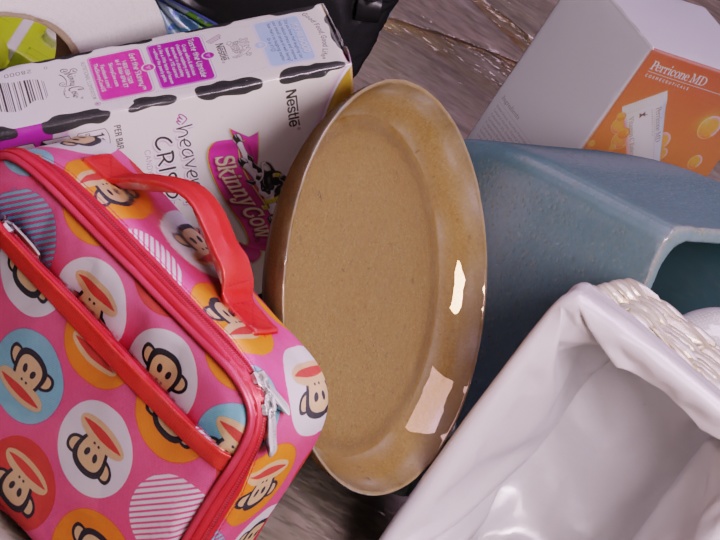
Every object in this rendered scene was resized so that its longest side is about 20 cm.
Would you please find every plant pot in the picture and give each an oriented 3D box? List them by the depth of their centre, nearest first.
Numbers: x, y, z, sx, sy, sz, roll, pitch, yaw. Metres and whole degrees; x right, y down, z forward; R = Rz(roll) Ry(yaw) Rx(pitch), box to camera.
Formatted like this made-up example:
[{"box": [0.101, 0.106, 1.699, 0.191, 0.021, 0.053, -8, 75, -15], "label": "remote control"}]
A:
[{"box": [0.005, 0.007, 1.190, 0.027, 0.201, 0.200, 4, 9, 30], "label": "plant pot"}, {"box": [0.122, 0.019, 1.445, 0.200, 0.197, 0.195, 34, 20, 34], "label": "plant pot"}]

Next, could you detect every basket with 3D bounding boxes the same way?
[{"box": [0.115, 0.114, 1.246, 0.135, 0.200, 0.123, 39, 18, 10], "label": "basket"}]

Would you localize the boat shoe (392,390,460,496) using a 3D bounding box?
[{"box": [0.002, 0.065, 1.352, 0.072, 0.062, 0.200, 5, 14, -19], "label": "boat shoe"}]

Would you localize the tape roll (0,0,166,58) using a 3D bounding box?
[{"box": [-0.194, -0.094, 1.225, 0.202, 0.203, 0.037, 12, 32, -40], "label": "tape roll"}]

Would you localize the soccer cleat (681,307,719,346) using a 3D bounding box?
[{"box": [0.169, 0.112, 1.348, 0.086, 0.201, 0.070, -4, 24, -22], "label": "soccer cleat"}]

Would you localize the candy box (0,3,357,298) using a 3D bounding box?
[{"box": [-0.101, -0.044, 1.221, 0.199, 0.137, 0.061, -13, 40, -10], "label": "candy box"}]

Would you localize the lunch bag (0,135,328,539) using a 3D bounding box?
[{"box": [-0.110, 0.038, 1.115, 0.200, 0.177, 0.082, 44, 29, 21], "label": "lunch bag"}]

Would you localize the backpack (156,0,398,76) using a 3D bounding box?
[{"box": [-0.073, -0.217, 1.664, 0.182, 0.147, 0.200, 26, 29, -16], "label": "backpack"}]

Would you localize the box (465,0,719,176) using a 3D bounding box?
[{"box": [0.160, -0.087, 1.658, 0.124, 0.200, 0.098, 11, 33, -40], "label": "box"}]

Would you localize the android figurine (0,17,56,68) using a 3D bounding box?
[{"box": [-0.229, -0.161, 1.499, 0.199, 0.041, 0.182, 30, 24, -6], "label": "android figurine"}]
